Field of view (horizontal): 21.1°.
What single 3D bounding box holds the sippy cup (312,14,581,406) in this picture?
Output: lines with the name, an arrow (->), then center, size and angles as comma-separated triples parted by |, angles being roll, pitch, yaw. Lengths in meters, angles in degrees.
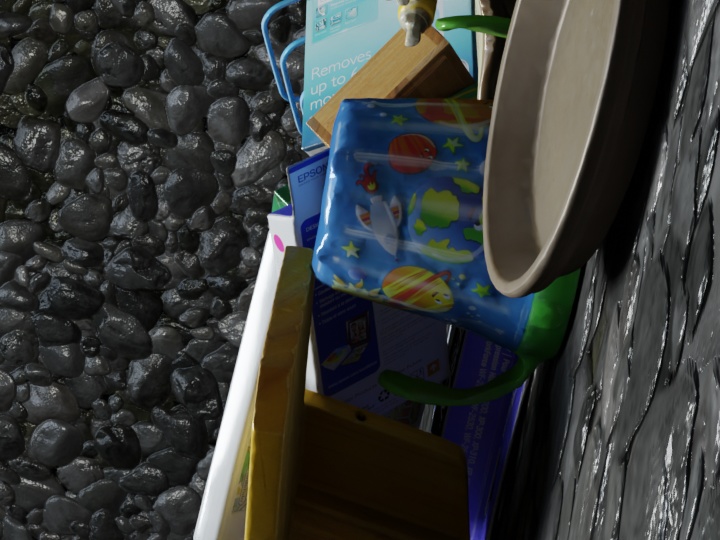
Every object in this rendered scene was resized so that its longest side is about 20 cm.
sippy cup -> 0.045, -0.031, 0.984 | 0.140, 0.130, 0.178 | 98, -179, -67

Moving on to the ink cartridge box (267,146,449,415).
ink cartridge box -> 0.000, 0.000, 1.101 | 0.037, 0.095, 0.200 | 39, 146, 41

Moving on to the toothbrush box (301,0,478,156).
toothbrush box -> 0.039, -0.172, 1.475 | 0.085, 0.146, 0.200 | 44, -141, -47

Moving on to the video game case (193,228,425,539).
video game case -> -0.014, 0.068, 1.188 | 0.182, 0.023, 0.200 | -3, -69, -52

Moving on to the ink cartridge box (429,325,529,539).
ink cartridge box -> 0.070, 0.093, 1.217 | 0.200, 0.043, 0.198 | -82, 3, -64

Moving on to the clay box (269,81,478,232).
clay box -> 0.030, -0.043, 1.243 | 0.200, 0.048, 0.115 | -31, -29, -29

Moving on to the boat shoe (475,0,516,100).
boat shoe -> 0.096, -0.152, 1.077 | 0.065, 0.072, 0.200 | -87, 0, -79

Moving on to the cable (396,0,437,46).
cable -> 0.049, -0.223, 1.220 | 0.200, 0.050, 0.097 | -84, 3, -57

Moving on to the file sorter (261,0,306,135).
file sorter -> 0.012, -0.134, 1.609 | 0.139, 0.123, 0.200 | 77, 170, -55

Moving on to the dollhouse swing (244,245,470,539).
dollhouse swing -> 0.013, 0.114, 1.013 | 0.200, 0.181, 0.176 | -81, 12, -62

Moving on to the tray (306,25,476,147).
tray -> 0.043, -0.085, 1.293 | 0.099, 0.037, 0.200 | -45, -27, 1

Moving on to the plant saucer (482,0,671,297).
plant saucer -> 0.093, -0.085, 0.834 | 0.200, 0.029, 0.200 | -170, 90, -82
